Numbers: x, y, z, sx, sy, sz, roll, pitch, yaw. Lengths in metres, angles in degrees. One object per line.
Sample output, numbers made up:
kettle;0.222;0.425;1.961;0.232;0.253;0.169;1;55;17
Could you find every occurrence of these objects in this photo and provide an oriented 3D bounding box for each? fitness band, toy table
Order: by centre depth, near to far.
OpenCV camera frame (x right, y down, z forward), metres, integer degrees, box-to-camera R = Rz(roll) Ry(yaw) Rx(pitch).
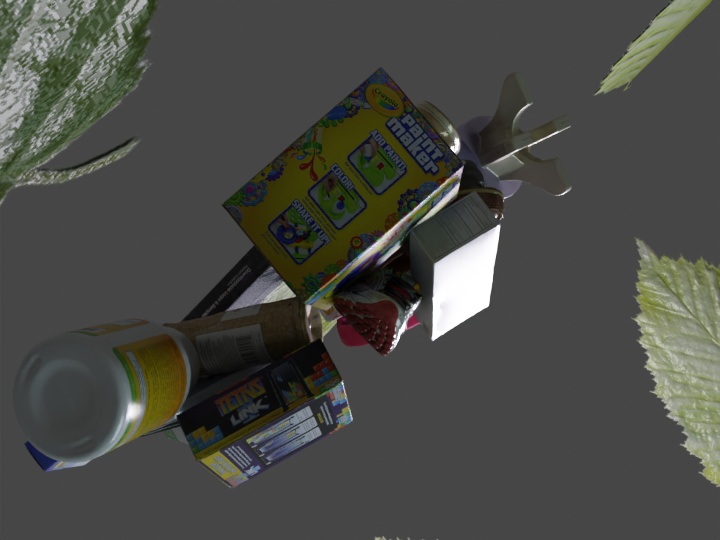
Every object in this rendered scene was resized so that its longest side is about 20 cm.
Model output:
fitness band;0.040;0.063;1.279;0.142;0.038;0.200;-14;-178;-5
toy table;0.222;-0.182;1.413;0.116;0.185;0.200;-23;-165;39

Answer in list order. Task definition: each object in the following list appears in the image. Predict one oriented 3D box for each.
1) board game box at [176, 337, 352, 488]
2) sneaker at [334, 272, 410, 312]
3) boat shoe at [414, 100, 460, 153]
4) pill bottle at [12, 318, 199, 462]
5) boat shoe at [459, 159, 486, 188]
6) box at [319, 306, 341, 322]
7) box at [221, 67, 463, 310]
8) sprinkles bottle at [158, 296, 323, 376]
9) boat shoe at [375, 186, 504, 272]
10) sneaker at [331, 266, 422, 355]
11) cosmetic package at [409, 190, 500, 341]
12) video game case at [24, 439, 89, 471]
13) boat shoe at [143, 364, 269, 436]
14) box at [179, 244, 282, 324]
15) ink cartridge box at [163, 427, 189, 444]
board game box;-0.095;0.159;1.041;0.164;0.057;0.200;-27;161;-8
sneaker;0.001;0.002;1.200;0.104;0.060;0.200;-30;149;7
boat shoe;0.065;-0.137;1.152;0.069;0.074;0.200;-44;175;-11
pill bottle;-0.228;0.105;0.917;0.111;0.111;0.200;-41;174;12
boat shoe;0.046;-0.092;1.107;0.197;0.058;0.067;-4;153;-10
box;0.005;-0.036;1.323;0.200;0.113;0.101;-41;173;13
box;-0.010;-0.070;0.956;0.192;0.122;0.200;-41;174;1
sprinkles bottle;-0.142;0.077;1.052;0.198;0.069;0.068;-12;-179;15
boat shoe;0.075;-0.033;1.090;0.198;0.068;0.072;-22;150;24
sneaker;0.021;0.030;0.995;0.082;0.078;0.200;-44;-176;-1
cosmetic package;0.097;0.000;1.035;0.082;0.051;0.201;-29;156;-11
video game case;-0.300;0.165;1.201;0.200;0.046;0.181;-40;175;-7
boat shoe;-0.164;0.148;1.085;0.198;0.067;0.070;-25;-160;-18
box;-0.134;0.014;1.195;0.200;0.036;0.143;-42;174;23
ink cartridge box;-0.194;0.179;1.375;0.145;0.085;0.199;-36;-158;-30
